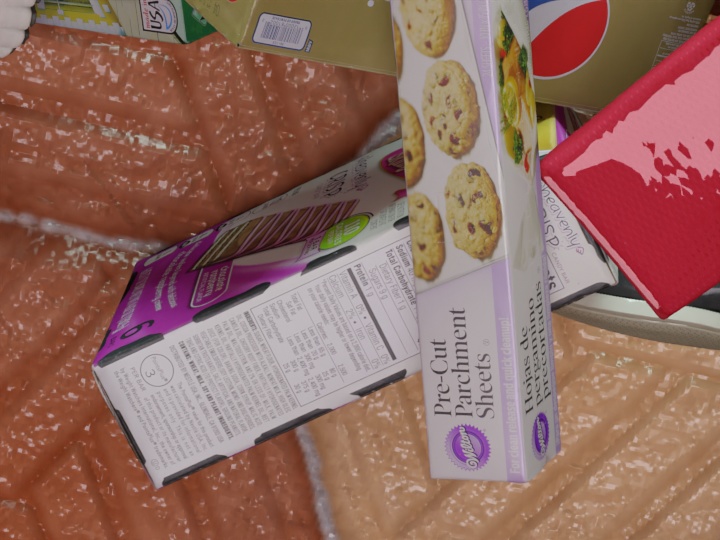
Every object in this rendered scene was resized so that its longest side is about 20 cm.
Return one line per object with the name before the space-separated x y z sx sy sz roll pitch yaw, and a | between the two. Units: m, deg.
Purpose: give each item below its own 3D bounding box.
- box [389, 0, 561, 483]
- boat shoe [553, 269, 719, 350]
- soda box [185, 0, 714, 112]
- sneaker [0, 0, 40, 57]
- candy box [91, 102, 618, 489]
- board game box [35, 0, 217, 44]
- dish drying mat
box | 0.041 -0.024 0.928 0.041 0.039 0.201 2 106 24
boat shoe | 0.164 0.001 1.068 0.199 0.072 0.068 4 82 7
soda box | 0.035 -0.109 0.986 0.199 0.068 0.064 8 111 -32
sneaker | -0.155 -0.162 0.935 0.090 0.078 0.200 -2 127 -22
candy box | 0.000 0.000 1.034 0.200 0.136 0.061 -24 105 10
board game box | -0.120 -0.192 0.991 0.134 0.029 0.201 11 118 36
dish drying mat | 0.161 -0.069 0.915 0.200 0.018 0.077 -39 98 20
